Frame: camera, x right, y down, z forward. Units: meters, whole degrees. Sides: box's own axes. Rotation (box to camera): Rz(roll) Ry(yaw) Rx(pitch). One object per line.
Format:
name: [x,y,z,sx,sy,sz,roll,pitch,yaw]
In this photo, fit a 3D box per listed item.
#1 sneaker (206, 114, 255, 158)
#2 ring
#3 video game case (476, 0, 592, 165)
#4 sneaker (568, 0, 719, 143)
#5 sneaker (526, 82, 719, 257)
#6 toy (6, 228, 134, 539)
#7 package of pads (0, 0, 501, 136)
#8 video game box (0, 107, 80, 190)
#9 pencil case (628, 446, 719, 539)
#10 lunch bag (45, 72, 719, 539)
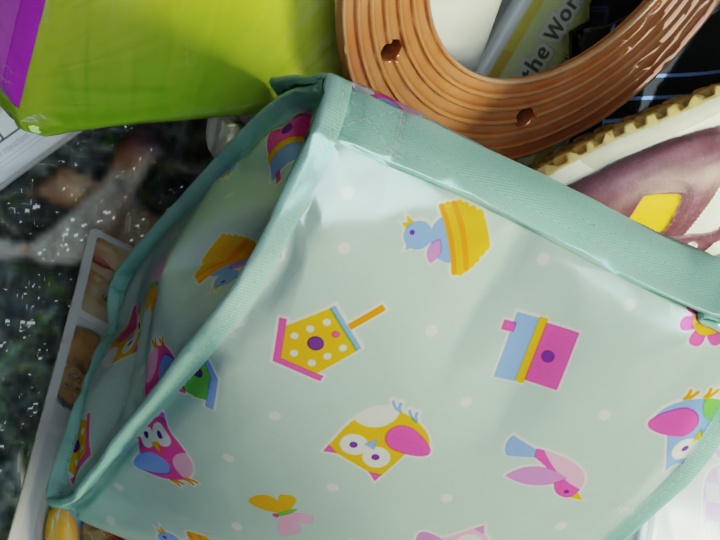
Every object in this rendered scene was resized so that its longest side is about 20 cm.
sneaker: [0.000,0.000,0.808,0.075,0.081,0.200,-28,111,17]
ring: [0.070,-0.123,0.716,0.200,0.019,0.201,-27,139,-26]
video game case: [0.131,-0.063,0.879,0.182,0.023,0.200,31,90,-19]
sneaker: [0.105,-0.056,0.830,0.078,0.070,0.200,29,89,-7]
sneaker: [0.136,-0.022,0.766,0.199,0.075,0.090,-23,93,-8]
toy: [-0.062,0.082,0.771,0.115,0.047,0.201,28,49,-25]
package of pads: [-0.026,-0.124,0.691,0.200,0.068,0.155,-10,133,-39]
video game box: [-0.115,-0.155,0.779,0.200,0.047,0.182,-36,109,-8]
pencil case: [0.156,0.097,0.854,0.199,0.083,0.091,8,76,-34]
lunch bag: [0.016,0.026,0.687,0.170,0.200,0.122,26,48,-15]
